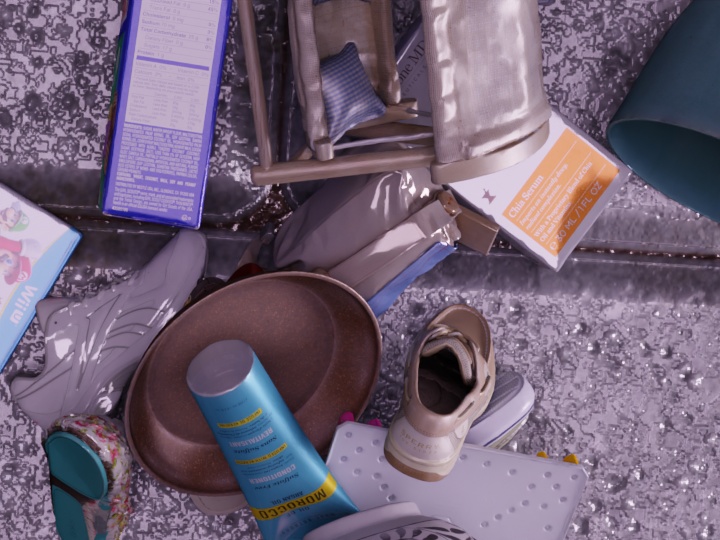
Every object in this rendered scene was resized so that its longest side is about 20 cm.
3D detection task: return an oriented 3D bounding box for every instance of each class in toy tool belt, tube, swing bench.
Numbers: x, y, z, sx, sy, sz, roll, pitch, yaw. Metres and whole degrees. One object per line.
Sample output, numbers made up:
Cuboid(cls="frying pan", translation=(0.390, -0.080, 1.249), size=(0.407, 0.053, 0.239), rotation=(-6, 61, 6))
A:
Cuboid(cls="toy tool belt", translation=(0.000, 0.000, 1.465), size=(0.123, 0.125, 0.200), rotation=(38, 115, -22))
Cuboid(cls="tube", translation=(-0.065, 0.132, 1.389), size=(0.077, 0.051, 0.201), rotation=(-16, 133, 11))
Cuboid(cls="swing bench", translation=(0.023, -0.172, 1.341), size=(0.198, 0.130, 0.201), rotation=(1, 113, 20))

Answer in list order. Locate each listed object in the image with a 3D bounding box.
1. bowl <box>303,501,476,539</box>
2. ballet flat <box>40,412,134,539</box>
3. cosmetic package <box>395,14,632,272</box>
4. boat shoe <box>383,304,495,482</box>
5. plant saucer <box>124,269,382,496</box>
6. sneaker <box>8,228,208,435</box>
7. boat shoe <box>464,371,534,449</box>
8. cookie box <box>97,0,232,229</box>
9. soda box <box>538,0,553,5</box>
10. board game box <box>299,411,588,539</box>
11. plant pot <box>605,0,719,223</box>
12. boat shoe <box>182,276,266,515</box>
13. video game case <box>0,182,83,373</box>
Cuboid(cls="bowl", translation=(0.013, 0.225, 1.406), size=(0.199, 0.201, 0.095), rotation=(-16, 76, -5))
Cuboid(cls="ballet flat", translation=(-0.196, 0.145, 1.435), size=(0.075, 0.200, 0.064), rotation=(36, 60, 10))
Cuboid(cls="cosmetic package", translation=(0.099, -0.099, 1.496), size=(0.199, 0.071, 0.102), rotation=(37, 90, -7))
Cuboid(cls="boat shoe", translation=(0.066, 0.075, 1.445), size=(0.072, 0.200, 0.065), rotation=(21, 123, 4))
Cuboid(cls="plant saucer", translation=(-0.081, 0.075, 1.398), size=(0.199, 0.037, 0.202), rotation=(-15, 130, -18))
Cuboid(cls="sneaker", translation=(-0.195, 0.039, 1.474), size=(0.099, 0.078, 0.201), rotation=(37, 89, -5))
Cuboid(cls="boat shoe", translation=(0.059, 0.156, 1.519), size=(0.199, 0.072, 0.062), rotation=(-37, 112, 7))
Cuboid(cls="cookie box", translation=(-0.144, -0.138, 1.419), size=(0.074, 0.171, 0.202), rotation=(8, 92, -9))
Cuboid(cls="soda box", translation=(0.122, -0.279, 1.421), size=(0.063, 0.200, 0.069), rotation=(-3, 61, -5))
Cuboid(cls="board game box", translation=(0.051, 0.210, 1.489), size=(0.198, 0.026, 0.201), rotation=(12, 118, -12))
Cuboid(cls="plant pot", translation=(0.309, -0.133, 1.460), size=(0.199, 0.201, 0.162), rotation=(29, 79, -7))
Cuboid(cls="boat shoe", translation=(-0.107, 0.098, 1.470), size=(0.071, 0.060, 0.201), rotation=(-11, 129, -16))
Cuboid(cls="video game case", translation=(-0.333, -0.019, 1.483), size=(0.199, 0.018, 0.144), rotation=(32, 90, -7))
